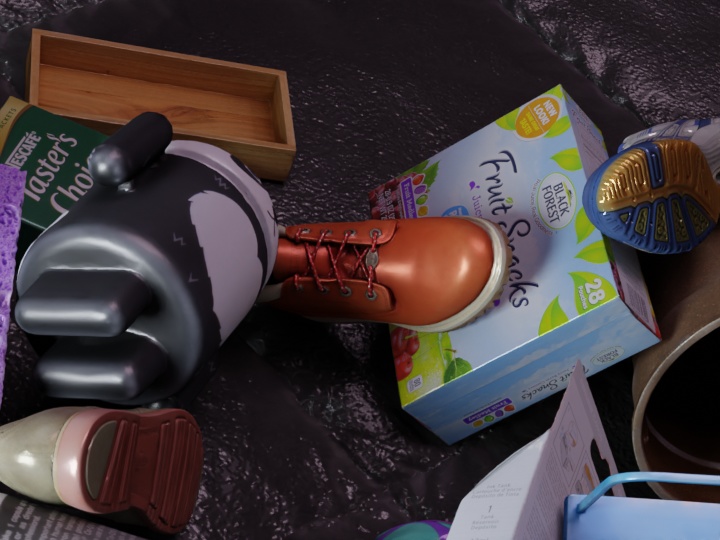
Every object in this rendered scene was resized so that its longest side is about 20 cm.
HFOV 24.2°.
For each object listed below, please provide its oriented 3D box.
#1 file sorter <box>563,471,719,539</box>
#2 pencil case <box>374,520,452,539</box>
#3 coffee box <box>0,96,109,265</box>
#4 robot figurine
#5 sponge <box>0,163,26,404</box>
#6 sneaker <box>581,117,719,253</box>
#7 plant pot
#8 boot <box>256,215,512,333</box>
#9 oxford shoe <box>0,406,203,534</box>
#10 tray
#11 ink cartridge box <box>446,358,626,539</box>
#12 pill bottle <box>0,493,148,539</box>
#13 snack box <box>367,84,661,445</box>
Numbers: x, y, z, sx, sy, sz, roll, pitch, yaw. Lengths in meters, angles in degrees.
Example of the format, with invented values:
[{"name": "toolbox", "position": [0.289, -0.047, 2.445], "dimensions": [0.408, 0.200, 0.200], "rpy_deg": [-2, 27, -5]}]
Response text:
[{"name": "file sorter", "position": [0.180, 0.211, 0.864], "dimensions": [0.138, 0.123, 0.200], "rpy_deg": [4, 73, -1]}, {"name": "pencil case", "position": [0.019, 0.229, 0.930], "dimensions": [0.092, 0.085, 0.200], "rpy_deg": [23, 40, 6]}, {"name": "coffee box", "position": [-0.179, -0.039, 1.164], "dimensions": [0.200, 0.044, 0.123], "rpy_deg": [23, 41, 1]}, {"name": "robot figurine", "position": [-0.124, 0.001, 1.005], "dimensions": [0.125, 0.150, 0.200], "rpy_deg": [35, 34, 1]}, {"name": "sponge", "position": [-0.229, 0.040, 1.004], "dimensions": [0.030, 0.112, 0.200], "rpy_deg": [12, 42, -15]}, {"name": "sneaker", "position": [0.198, -0.058, 1.122], "dimensions": [0.088, 0.075, 0.200], "rpy_deg": [6, 15, 43]}, {"name": "plant pot", "position": [0.269, 0.039, 1.177], "dimensions": [0.200, 0.201, 0.198], "rpy_deg": [11, 35, -13]}, {"name": "boot", "position": [0.000, 0.000, 1.090], "dimensions": [0.107, 0.200, 0.075], "rpy_deg": [13, 75, -47]}, {"name": "oxford shoe", "position": [-0.144, 0.106, 0.947], "dimensions": [0.074, 0.200, 0.071], "rpy_deg": [5, 77, 17]}, {"name": "tray", "position": [-0.153, -0.124, 1.275], "dimensions": [0.200, 0.037, 0.099], "rpy_deg": [8, 42, -17]}, {"name": "ink cartridge box", "position": [0.106, 0.175, 0.974], "dimensions": [0.057, 0.163, 0.200], "rpy_deg": [-8, 31, 23]}, {"name": "pill bottle", "position": [-0.166, 0.183, 0.876], "dimensions": [0.200, 0.114, 0.114], "rpy_deg": [19, 41, -4]}, {"name": "snack box", "position": [0.099, -0.006, 1.147], "dimensions": [0.068, 0.168, 0.200], "rpy_deg": [41, 30, -42]}]
